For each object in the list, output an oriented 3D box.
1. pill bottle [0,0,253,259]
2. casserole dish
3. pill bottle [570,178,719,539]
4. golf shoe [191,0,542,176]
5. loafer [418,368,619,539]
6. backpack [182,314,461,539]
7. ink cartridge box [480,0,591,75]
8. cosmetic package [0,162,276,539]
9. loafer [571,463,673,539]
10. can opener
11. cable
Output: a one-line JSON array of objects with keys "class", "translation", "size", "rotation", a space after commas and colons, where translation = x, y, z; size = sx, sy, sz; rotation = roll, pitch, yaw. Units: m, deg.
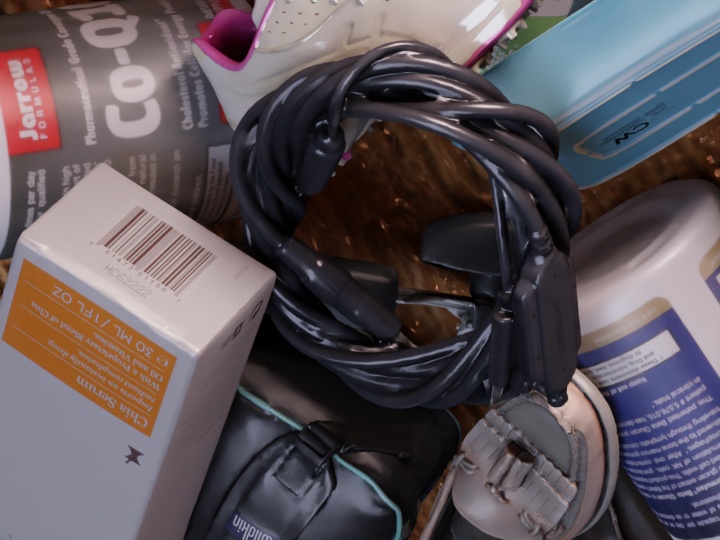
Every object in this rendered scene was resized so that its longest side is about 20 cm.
[{"class": "pill bottle", "translation": [-0.146, -0.066, 1.410], "size": [0.114, 0.199, 0.114], "rotation": [170, 90, -67]}, {"class": "casserole dish", "translation": [0.130, -0.090, 1.302], "size": [0.200, 0.121, 0.039], "rotation": [-31, 69, 24]}, {"class": "pill bottle", "translation": [0.172, 0.067, 1.408], "size": [0.111, 0.111, 0.200], "rotation": [-23, 109, 37]}, {"class": "golf shoe", "translation": [0.002, -0.107, 1.314], "size": [0.200, 0.075, 0.092], "rotation": [-31, 103, 40]}, {"class": "loafer", "translation": [0.068, 0.114, 1.424], "size": [0.072, 0.063, 0.200], "rotation": [47, 152, 14]}, {"class": "backpack", "translation": [-0.054, 0.113, 1.528], "size": [0.175, 0.153, 0.200], "rotation": [30, 122, 7]}, {"class": "ink cartridge box", "translation": [0.014, -0.171, 1.353], "size": [0.199, 0.067, 0.117], "rotation": [27, 131, 8]}, {"class": "cosmetic package", "translation": [-0.119, 0.060, 1.385], "size": [0.101, 0.071, 0.200], "rotation": [32, 135, 12]}, {"class": "loafer", "translation": [0.138, 0.122, 1.499], "size": [0.071, 0.073, 0.201], "rotation": [-5, 125, 18]}, {"class": "can opener", "translation": [0.000, 0.000, 1.453], "size": [0.199, 0.053, 0.067], "rotation": [4, 90, -12]}, {"class": "cable", "translation": [0.018, -0.023, 1.305], "size": [0.163, 0.051, 0.201], "rotation": [14, 136, 27]}]
